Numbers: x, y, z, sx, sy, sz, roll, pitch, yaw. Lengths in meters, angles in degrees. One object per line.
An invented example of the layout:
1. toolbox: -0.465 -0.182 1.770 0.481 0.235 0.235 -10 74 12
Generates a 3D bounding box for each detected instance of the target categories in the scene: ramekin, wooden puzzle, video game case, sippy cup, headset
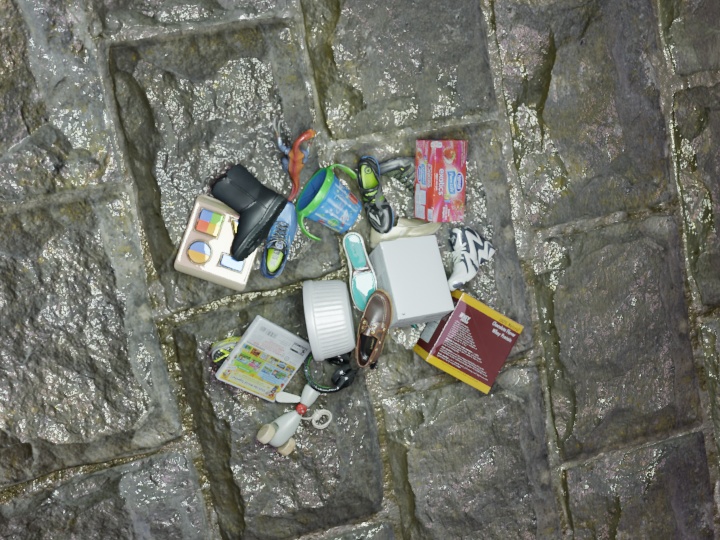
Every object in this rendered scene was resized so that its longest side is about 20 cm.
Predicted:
1. ramekin: -0.074 0.117 1.654 0.104 0.200 0.202 -10 98 1
2. wooden puzzle: -0.346 -0.066 1.666 0.184 0.046 0.202 19 92 -13
3. video game case: -0.237 0.225 1.678 0.200 0.023 0.183 35 92 -43
4. sippy cup: -0.073 -0.166 1.675 0.130 0.140 0.178 34 114 -23
5. headset: -0.049 0.252 1.739 0.198 0.094 0.124 -11 65 -11

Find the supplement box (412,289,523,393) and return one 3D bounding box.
1. supplement box: 0.282 0.180 1.774 0.196 0.133 0.201 29 90 -13

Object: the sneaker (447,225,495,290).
1. sneaker: 0.258 -0.044 1.754 0.130 0.079 0.199 48 60 -1

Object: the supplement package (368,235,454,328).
1. supplement package: 0.126 0.029 1.696 0.154 0.111 0.202 -8 75 -18

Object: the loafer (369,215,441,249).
1. loafer: 0.115 -0.111 1.740 0.198 0.076 0.069 -17 105 -9

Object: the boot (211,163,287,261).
1. boot: -0.296 -0.142 1.625 0.167 0.076 0.201 33 81 11

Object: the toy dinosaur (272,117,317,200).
1. toy dinosaur: -0.142 -0.274 1.616 0.104 0.181 0.202 -13 99 -10

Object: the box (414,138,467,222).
1. box: 0.198 -0.226 1.672 0.095 0.100 0.202 -6 104 -25

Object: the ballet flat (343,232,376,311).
1. ballet flat: 0.000 0.000 1.693 0.069 0.069 0.202 -14 97 -10

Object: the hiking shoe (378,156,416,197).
1. hiking shoe: 0.133 -0.239 1.730 0.198 0.076 0.102 -2 93 -12

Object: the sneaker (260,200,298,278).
1. sneaker: -0.198 -0.075 1.673 0.078 0.089 0.202 12 92 -13

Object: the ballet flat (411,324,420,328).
1. ballet flat: 0.094 0.071 1.764 0.200 0.069 0.070 39 87 -9

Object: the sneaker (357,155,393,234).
1. sneaker: 0.029 -0.186 1.676 0.070 0.083 0.201 -12 100 19

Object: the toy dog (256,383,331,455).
1. toy dog: -0.184 0.379 1.731 0.199 0.096 0.133 -33 110 -20

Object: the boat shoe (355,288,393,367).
1. boat shoe: 0.031 0.145 1.633 0.070 0.070 0.202 18 117 24

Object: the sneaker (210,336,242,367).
1. sneaker: -0.282 0.189 1.692 0.198 0.076 0.076 -1 113 -31
